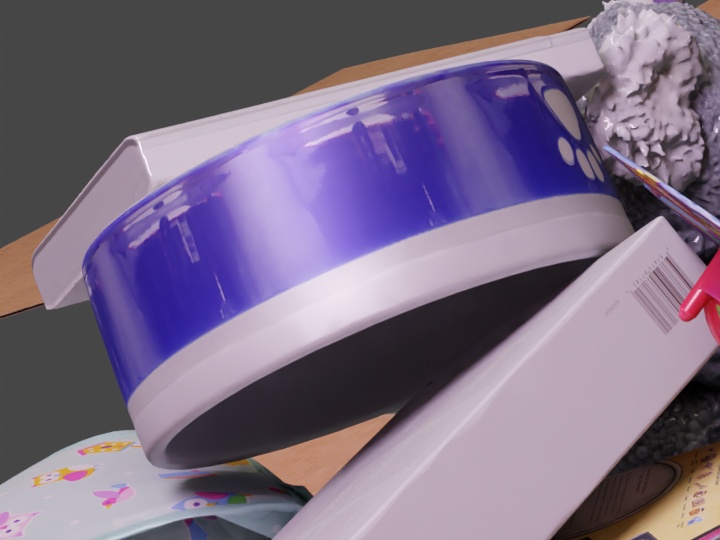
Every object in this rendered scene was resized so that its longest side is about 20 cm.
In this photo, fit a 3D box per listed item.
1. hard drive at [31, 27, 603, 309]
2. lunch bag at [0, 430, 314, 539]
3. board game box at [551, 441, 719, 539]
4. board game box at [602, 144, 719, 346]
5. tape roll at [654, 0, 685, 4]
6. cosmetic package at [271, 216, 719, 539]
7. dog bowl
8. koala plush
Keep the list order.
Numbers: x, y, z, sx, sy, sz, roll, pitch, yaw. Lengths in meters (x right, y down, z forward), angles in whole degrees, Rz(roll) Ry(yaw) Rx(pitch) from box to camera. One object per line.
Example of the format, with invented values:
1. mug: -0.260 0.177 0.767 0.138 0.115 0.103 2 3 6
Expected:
1. hard drive: -0.018 -0.040 1.114 0.199 0.026 0.132 -15 -14 -29
2. lunch bag: -0.108 0.139 1.122 0.199 0.122 0.170 -29 10 -9
3. board game box: 0.103 0.104 0.910 0.135 0.035 0.200 -19 11 15
4. board game box: 0.140 0.031 0.897 0.039 0.158 0.200 -54 -20 3
5. tape roll: 0.253 -0.149 1.673 0.199 0.201 0.066 -19 9 14
6. cosmetic package: 0.025 0.079 0.973 0.200 0.052 0.151 -43 6 -37
7. dog bowl: 0.000 0.000 1.066 0.199 0.079 0.200 -21 -12 -5
8. koala plush: 0.142 -0.020 1.196 0.183 0.201 0.177 -20 10 9
